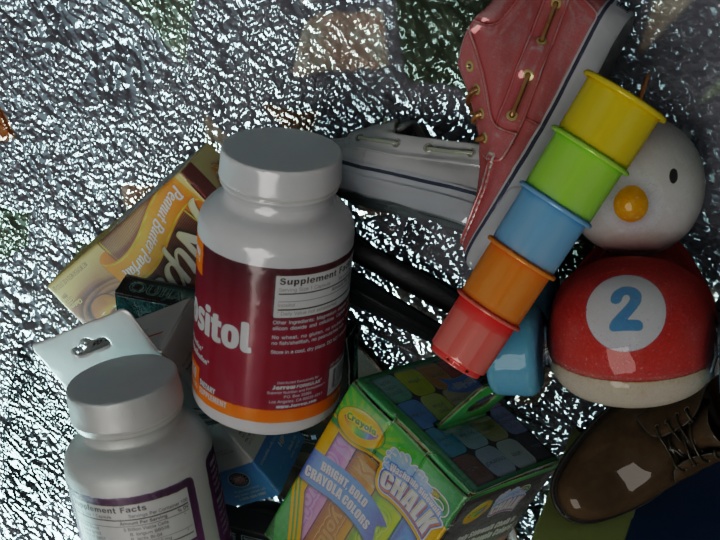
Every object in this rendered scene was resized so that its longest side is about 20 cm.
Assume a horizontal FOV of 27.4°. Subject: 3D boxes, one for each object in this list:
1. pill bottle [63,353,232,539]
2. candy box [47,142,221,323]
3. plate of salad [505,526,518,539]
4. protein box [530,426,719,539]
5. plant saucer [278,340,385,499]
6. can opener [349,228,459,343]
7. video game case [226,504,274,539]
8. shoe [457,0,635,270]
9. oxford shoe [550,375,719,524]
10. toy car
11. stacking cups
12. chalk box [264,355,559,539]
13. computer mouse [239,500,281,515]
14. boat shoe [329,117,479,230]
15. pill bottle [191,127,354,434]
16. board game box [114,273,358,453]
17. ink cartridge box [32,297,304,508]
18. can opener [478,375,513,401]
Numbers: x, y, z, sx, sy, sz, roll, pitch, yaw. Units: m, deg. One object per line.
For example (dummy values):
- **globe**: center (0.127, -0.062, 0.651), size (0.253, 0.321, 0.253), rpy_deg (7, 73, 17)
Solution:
- **pill bottle**: center (-0.158, 0.169, 1.098), size (0.111, 0.112, 0.202), rpy_deg (1, 113, 25)
- **candy box**: center (-0.156, -0.003, 1.218), size (0.115, 0.055, 0.200), rpy_deg (47, 128, -11)
- **plate of salad**: center (0.080, 0.227, 1.178), size (0.048, 0.200, 0.201), rpy_deg (-8, 126, -18)
- **protein box**: center (0.202, 0.265, 1.116), size (0.134, 0.199, 0.201), rpy_deg (8, 123, 19)
- **plant saucer**: center (-0.048, 0.112, 1.252), size (0.199, 0.035, 0.202), rpy_deg (12, 123, 18)
- **can opener**: center (0.000, 0.000, 1.136), size (0.199, 0.079, 0.064), rpy_deg (36, 88, -6)
- **video game case**: center (-0.126, 0.263, 1.223), size (0.198, 0.026, 0.182), rpy_deg (11, 125, 14)
- **shoe**: center (0.097, -0.103, 0.985), size (0.091, 0.071, 0.201), rpy_deg (29, 93, 13)
- **oxford shoe**: center (0.219, 0.113, 1.034), size (0.199, 0.084, 0.073), rpy_deg (-35, 87, 5)
- **toy car**: center (0.181, -0.027, 0.980), size (0.183, 0.177, 0.202), rpy_deg (0, 107, 14)
- **stacking cups**: center (0.116, -0.023, 0.922), size (0.060, 0.060, 0.201), rpy_deg (30, 97, 6)
- **chalk box**: center (0.045, 0.146, 1.058), size (0.124, 0.124, 0.201), rpy_deg (43, 118, 26)
- **computer mouse**: center (-0.089, 0.277, 1.360), size (0.137, 0.053, 0.201), rpy_deg (10, 126, 4)
- **boat shoe**: center (0.028, -0.077, 1.082), size (0.199, 0.073, 0.067), rpy_deg (18, 86, 32)
- **pill bottle**: center (-0.063, 0.006, 1.056), size (0.112, 0.113, 0.201), rpy_deg (14, 117, 18)
- **board game box**: center (-0.099, 0.080, 1.201), size (0.198, 0.028, 0.136), rpy_deg (11, 129, 13)
- **ink cartridge box**: center (-0.150, 0.098, 1.170), size (0.115, 0.068, 0.200), rpy_deg (-20, 118, 34)
- **can opener**: center (0.062, 0.104, 1.156), size (0.066, 0.053, 0.200), rpy_deg (39, 118, -14)
